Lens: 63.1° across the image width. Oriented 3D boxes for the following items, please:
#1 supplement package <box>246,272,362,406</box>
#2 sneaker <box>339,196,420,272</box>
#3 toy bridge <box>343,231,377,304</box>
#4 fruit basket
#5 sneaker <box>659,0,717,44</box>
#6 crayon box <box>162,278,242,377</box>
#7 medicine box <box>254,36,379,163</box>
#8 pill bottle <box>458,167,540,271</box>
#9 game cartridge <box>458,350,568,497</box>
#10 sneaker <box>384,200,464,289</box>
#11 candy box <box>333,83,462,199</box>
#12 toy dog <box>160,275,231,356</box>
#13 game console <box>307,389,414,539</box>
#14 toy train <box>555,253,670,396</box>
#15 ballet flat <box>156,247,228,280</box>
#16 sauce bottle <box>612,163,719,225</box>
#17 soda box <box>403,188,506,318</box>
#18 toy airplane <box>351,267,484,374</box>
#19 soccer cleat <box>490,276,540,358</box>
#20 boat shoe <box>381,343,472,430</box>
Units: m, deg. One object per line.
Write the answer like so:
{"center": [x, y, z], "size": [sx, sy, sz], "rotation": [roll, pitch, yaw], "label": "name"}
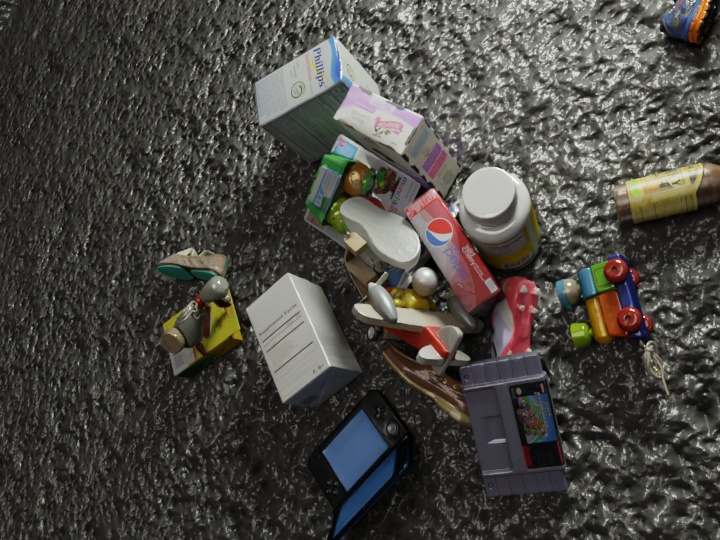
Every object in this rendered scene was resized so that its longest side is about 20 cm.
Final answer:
{"center": [-0.107, 0.131, 1.091], "size": [0.119, 0.121, 0.203], "rotation": [-37, 61, 16], "label": "supplement package"}
{"center": [0.044, -0.037, 0.999], "size": [0.073, 0.117, 0.200], "rotation": [-32, 44, -14], "label": "sneaker"}
{"center": [0.000, 0.000, 1.024], "size": [0.027, 0.202, 0.067], "rotation": [-36, 53, -15], "label": "toy bridge"}
{"center": [-0.006, -0.127, 1.106], "size": [0.198, 0.093, 0.189], "rotation": [37, 113, 25], "label": "fruit basket"}
{"center": [0.522, -0.456, 0.910], "size": [0.077, 0.075, 0.205], "rotation": [18, 84, 36], "label": "sneaker"}
{"center": [-0.332, 0.127, 1.266], "size": [0.197, 0.050, 0.130], "rotation": [-33, 63, 20], "label": "crayon box"}
{"center": [-0.079, -0.328, 1.163], "size": [0.196, 0.181, 0.106], "rotation": [-21, 67, 23], "label": "medicine box"}
{"center": [0.215, -0.079, 0.907], "size": [0.106, 0.200, 0.113], "rotation": [-8, 69, 21], "label": "pill bottle"}
{"center": [0.229, 0.231, 0.877], "size": [0.126, 0.038, 0.206], "rotation": [-13, 89, 27], "label": "game cartridge"}
{"center": [0.113, -0.045, 1.035], "size": [0.077, 0.075, 0.201], "rotation": [44, 101, 31], "label": "sneaker"}
{"center": [0.070, -0.225, 1.037], "size": [0.166, 0.199, 0.073], "rotation": [36, 94, 32], "label": "candy box"}
{"center": [-0.313, 0.106, 1.172], "size": [0.199, 0.096, 0.133], "rotation": [-36, 17, 49], "label": "toy dog"}
{"center": [-0.012, 0.325, 0.985], "size": [0.201, 0.118, 0.171], "rotation": [-48, 59, 10], "label": "game console"}
{"center": [0.361, 0.090, 0.855], "size": [0.114, 0.084, 0.206], "rotation": [-21, 66, 35], "label": "toy train"}
{"center": [-0.376, -0.015, 1.333], "size": [0.195, 0.069, 0.069], "rotation": [7, 60, 26], "label": "ballet flat"}
{"center": [0.474, -0.118, 0.851], "size": [0.195, 0.064, 0.067], "rotation": [-14, 70, 25], "label": "sauce bottle"}
{"center": [0.149, -0.028, 0.930], "size": [0.063, 0.070, 0.203], "rotation": [-34, 69, 13], "label": "soda box"}
{"center": [0.096, 0.069, 0.918], "size": [0.193, 0.200, 0.146], "rotation": [15, 97, 13], "label": "toy airplane"}
{"center": [0.236, 0.111, 0.939], "size": [0.076, 0.065, 0.207], "rotation": [-166, 88, -69], "label": "soccer cleat"}
{"center": [0.124, 0.179, 0.976], "size": [0.198, 0.072, 0.068], "rotation": [34, 89, 26], "label": "boat shoe"}
